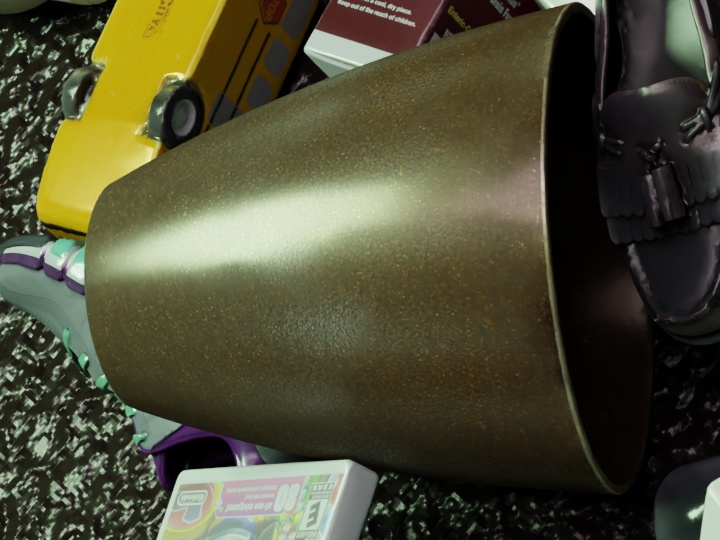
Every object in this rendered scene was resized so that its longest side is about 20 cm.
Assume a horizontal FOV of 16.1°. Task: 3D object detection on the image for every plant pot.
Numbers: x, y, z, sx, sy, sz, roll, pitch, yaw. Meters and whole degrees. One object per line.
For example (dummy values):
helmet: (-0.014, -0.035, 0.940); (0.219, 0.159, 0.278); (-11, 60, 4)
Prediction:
plant pot: (0.000, 0.000, 1.000); (0.198, 0.187, 0.188); (-5, 62, 18)

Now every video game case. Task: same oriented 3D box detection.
video game case: (-0.065, 0.172, 0.995); (0.143, 0.018, 0.201); (-10, 57, 58)

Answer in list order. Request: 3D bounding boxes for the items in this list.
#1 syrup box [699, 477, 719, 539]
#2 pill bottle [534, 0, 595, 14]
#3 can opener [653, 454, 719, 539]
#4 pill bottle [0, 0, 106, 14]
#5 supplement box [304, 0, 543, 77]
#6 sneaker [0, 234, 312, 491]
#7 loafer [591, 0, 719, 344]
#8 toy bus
syrup box: (0.214, 0.080, 0.865); (0.199, 0.079, 0.082); (-25, 51, -22)
pill bottle: (0.164, -0.161, 1.056); (0.200, 0.111, 0.111); (-43, 52, 3)
can opener: (0.176, 0.057, 0.932); (0.079, 0.063, 0.201); (47, 115, 34)
pill bottle: (-0.204, -0.191, 1.285); (0.199, 0.112, 0.113); (15, 73, 34)
supplement box: (0.067, -0.148, 1.108); (0.061, 0.109, 0.201); (20, 77, 37)
sneaker: (-0.098, 0.045, 1.126); (0.199, 0.074, 0.088); (16, 79, 34)
loafer: (0.111, -0.074, 0.953); (0.071, 0.063, 0.202); (-13, 69, 35)
toy bus: (-0.078, -0.098, 1.184); (0.065, 0.078, 0.201); (13, 72, 35)
